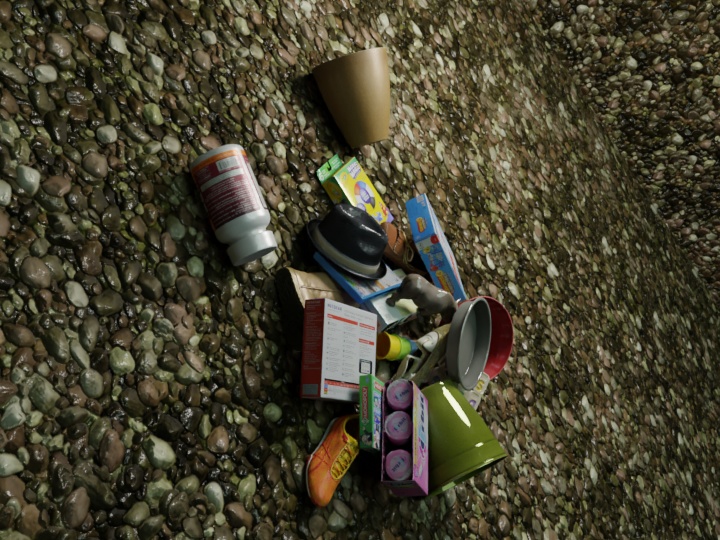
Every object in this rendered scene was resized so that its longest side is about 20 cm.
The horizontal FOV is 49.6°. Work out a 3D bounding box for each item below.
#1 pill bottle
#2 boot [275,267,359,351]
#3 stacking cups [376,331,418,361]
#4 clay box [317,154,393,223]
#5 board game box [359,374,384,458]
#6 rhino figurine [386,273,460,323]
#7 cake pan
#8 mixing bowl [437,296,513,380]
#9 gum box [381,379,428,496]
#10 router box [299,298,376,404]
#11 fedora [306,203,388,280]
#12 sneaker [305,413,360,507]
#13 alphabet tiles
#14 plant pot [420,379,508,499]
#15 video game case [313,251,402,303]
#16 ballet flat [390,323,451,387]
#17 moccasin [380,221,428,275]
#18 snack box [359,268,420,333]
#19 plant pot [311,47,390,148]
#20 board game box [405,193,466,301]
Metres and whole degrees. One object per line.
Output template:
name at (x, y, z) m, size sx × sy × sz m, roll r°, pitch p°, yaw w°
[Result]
pill bottle at (-0.232, -0.119, 1.441) m, size 0.109 × 0.109 × 0.204 m, roll -17°, pitch 84°, yaw -53°
boot at (-0.070, 0.075, 1.567) m, size 0.198 × 0.065 × 0.179 m, roll 8°, pitch 64°, yaw -50°
stacking cups at (0.109, 0.178, 1.729) m, size 0.198 × 0.060 × 0.062 m, roll 16°, pitch 58°, yaw -45°
clay box at (-0.012, -0.169, 1.788) m, size 0.202 × 0.047 × 0.115 m, roll 57°, pitch 37°, yaw -13°
board game box at (0.042, 0.295, 1.535) m, size 0.200 × 0.028 × 0.137 m, roll 47°, pitch 39°, yaw -61°
rhino figurine at (0.155, 0.070, 1.704) m, size 0.198 × 0.087 × 0.060 m, roll 27°, pitch 34°, yaw -29°
cake pan at (0.236, 0.158, 1.701) m, size 0.199 × 0.036 × 0.205 m, roll -24°, pitch 117°, yaw -58°
mixing bowl at (0.253, 0.157, 1.850) m, size 0.196 × 0.108 × 0.205 m, roll -3°, pitch 96°, yaw -29°
gum box at (0.088, 0.321, 1.510) m, size 0.114 × 0.065 × 0.204 m, roll 57°, pitch 30°, yaw -56°
router box at (-0.038, 0.161, 1.505) m, size 0.199 × 0.048 × 0.184 m, roll 23°, pitch 66°, yaw -57°
fedora at (-0.013, -0.072, 1.633) m, size 0.198 × 0.092 × 0.202 m, roll 27°, pitch 25°, yaw -13°
sneaker at (-0.045, 0.341, 1.438) m, size 0.073 × 0.076 × 0.202 m, roll 47°, pitch 42°, yaw -23°
alphabet tiles at (0.208, 0.240, 1.764) m, size 0.199 × 0.015 × 0.198 m, roll 34°, pitch 78°, yaw -27°
plant pot at (0.177, 0.343, 1.634) m, size 0.198 × 0.200 × 0.196 m, roll -2°, pitch 59°, yaw -50°
video game case at (0.000, 0.000, 1.665) m, size 0.143 × 0.018 × 0.199 m, roll 45°, pitch 26°, yaw 15°
ballet flat at (0.130, 0.188, 1.677) m, size 0.070 × 0.070 × 0.201 m, roll 40°, pitch 83°, yaw -28°
moccasin at (0.100, -0.046, 1.794) m, size 0.202 × 0.076 × 0.075 m, roll 52°, pitch 46°, yaw -42°
snack box at (0.066, 0.064, 1.726) m, size 0.117 × 0.037 × 0.199 m, roll 54°, pitch 31°, yaw 14°
plant pot at (-0.002, -0.399, 1.842) m, size 0.185 × 0.184 × 0.204 m, roll -24°, pitch 101°, yaw -53°
board game box at (0.177, -0.049, 1.851) m, size 0.201 × 0.055 × 0.198 m, roll -95°, pitch 160°, yaw -59°
